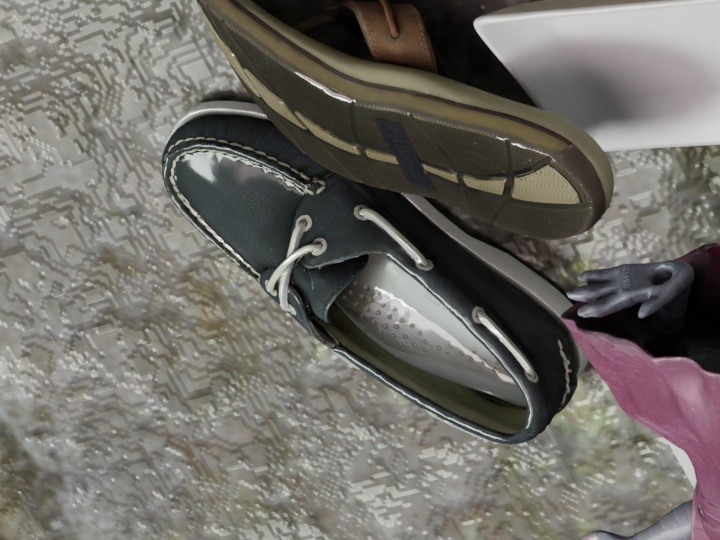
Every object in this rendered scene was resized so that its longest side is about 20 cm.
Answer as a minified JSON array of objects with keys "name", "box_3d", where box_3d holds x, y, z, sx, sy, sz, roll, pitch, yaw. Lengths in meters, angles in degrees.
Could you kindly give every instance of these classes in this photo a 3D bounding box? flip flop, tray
[{"name":"flip flop","box_3d":[0.019,-0.072,1.088,0.200,0.058,0.081,21,155,34]},{"name":"tray","box_3d":[0.152,-0.081,1.025,0.200,0.022,0.107,-2,153,27]}]

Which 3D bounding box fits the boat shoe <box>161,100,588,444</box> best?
[{"name":"boat shoe","box_3d":[0.000,0.000,1.146,0.200,0.060,0.076,28,128,7]}]

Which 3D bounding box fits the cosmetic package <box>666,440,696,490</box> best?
[{"name":"cosmetic package","box_3d":[0.227,0.053,1.065,0.200,0.074,0.102,-22,108,36]}]

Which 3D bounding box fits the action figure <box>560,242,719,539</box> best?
[{"name":"action figure","box_3d":[0.151,0.075,1.032,0.149,0.134,0.200,-28,120,-7]}]
